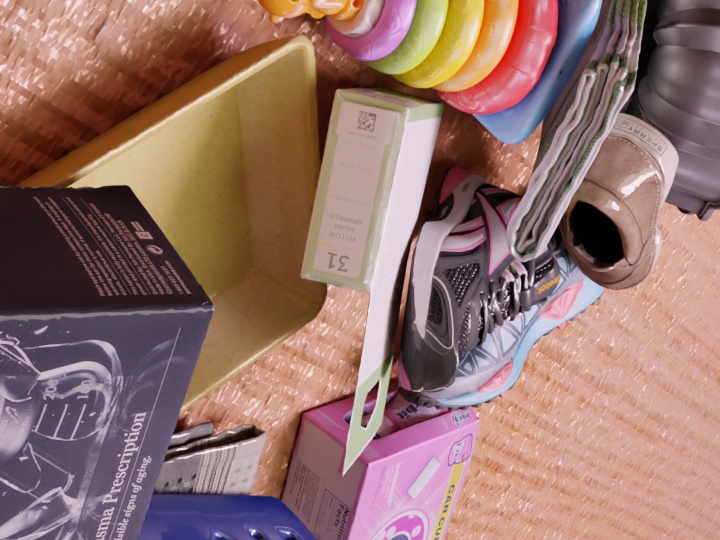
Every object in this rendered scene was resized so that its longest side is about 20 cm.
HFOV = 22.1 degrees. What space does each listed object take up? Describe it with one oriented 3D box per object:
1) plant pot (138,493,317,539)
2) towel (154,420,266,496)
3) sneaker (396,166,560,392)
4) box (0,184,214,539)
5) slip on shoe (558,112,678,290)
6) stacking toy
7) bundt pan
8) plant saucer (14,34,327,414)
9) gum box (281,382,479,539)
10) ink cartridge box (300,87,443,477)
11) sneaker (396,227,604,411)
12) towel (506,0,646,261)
[{"bbox_3d":[-0.093,0.260,1.060,0.199,0.180,0.201,8,115,-53],"label":"plant pot"},{"bbox_3d":[-0.151,0.186,1.116,0.192,0.034,0.201,-11,129,-45],"label":"towel"},{"bbox_3d":[0.078,0.001,1.121,0.201,0.086,0.081,-68,166,-51],"label":"sneaker"},{"bbox_3d":[-0.189,0.070,0.836,0.181,0.104,0.201,-1,125,-34],"label":"box"},{"bbox_3d":[0.153,-0.027,1.160,0.061,0.076,0.200,-54,170,-18],"label":"slip on shoe"},{"bbox_3d":[0.021,-0.145,1.003,0.199,0.110,0.117,1,127,-40],"label":"stacking toy"},{"bbox_3d":[0.202,-0.137,1.177,0.075,0.202,0.203,9,117,-11],"label":"bundt pan"},{"bbox_3d":[-0.107,-0.012,0.980,0.199,0.048,0.201,-34,141,-30],"label":"plant saucer"},{"bbox_3d":[0.002,0.173,1.266,0.113,0.066,0.201,-16,130,-45],"label":"gum box"},{"bbox_3d":[0.000,0.000,1.038,0.146,0.048,0.202,-34,137,-79],"label":"ink cartridge box"},{"bbox_3d":[0.087,0.012,1.252,0.200,0.079,0.096,-42,132,-34],"label":"sneaker"},{"bbox_3d":[0.131,-0.116,1.117,0.201,0.030,0.150,-73,-173,-50],"label":"towel"}]
